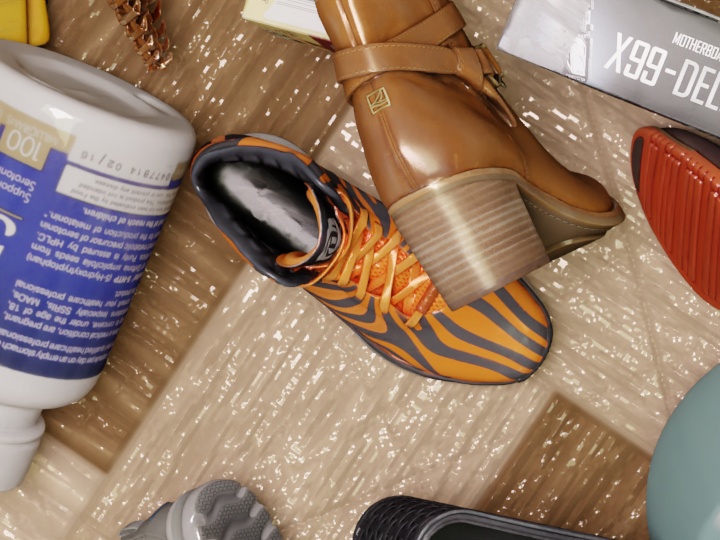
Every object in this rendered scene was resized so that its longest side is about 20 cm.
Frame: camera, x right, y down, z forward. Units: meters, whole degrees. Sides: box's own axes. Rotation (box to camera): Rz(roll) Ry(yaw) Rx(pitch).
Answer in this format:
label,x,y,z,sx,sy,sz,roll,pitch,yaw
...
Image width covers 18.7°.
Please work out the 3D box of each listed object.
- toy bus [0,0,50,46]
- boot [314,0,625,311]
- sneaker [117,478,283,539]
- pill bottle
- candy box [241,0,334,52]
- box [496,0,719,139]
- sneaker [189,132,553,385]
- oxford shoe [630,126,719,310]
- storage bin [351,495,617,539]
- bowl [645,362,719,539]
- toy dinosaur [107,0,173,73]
label,x,y,z,sx,sy,sz,roll,pitch,yaw
toy bus,-0.195,-0.203,1.061,0.065,0.078,0.200,-10,104,-10
boot,0.051,-0.072,1.008,0.074,0.200,0.155,-26,89,18
sneaker,-0.056,0.200,1.103,0.082,0.075,0.200,-16,98,41
pill bottle,-0.170,0.000,1.064,0.120,0.120,0.200,24,101,3
candy box,0.000,-0.206,1.047,0.055,0.115,0.200,16,94,3
box,0.146,-0.094,0.998,0.158,0.200,0.050,22,98,4
sneaker,0.000,0.000,1.057,0.200,0.112,0.078,28,95,3
oxford shoe,0.207,-0.013,1.038,0.072,0.071,0.200,-25,47,-25
storage bin,0.057,0.217,1.040,0.135,0.094,0.200,13,85,-17
bowl,0.227,0.135,1.019,0.201,0.105,0.201,5,110,13
toy dinosaur,-0.107,-0.205,1.078,0.136,0.102,0.200,-9,107,35
